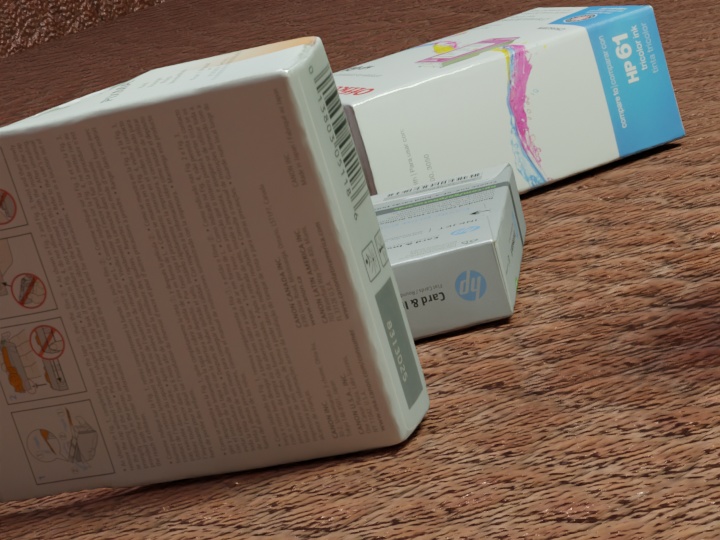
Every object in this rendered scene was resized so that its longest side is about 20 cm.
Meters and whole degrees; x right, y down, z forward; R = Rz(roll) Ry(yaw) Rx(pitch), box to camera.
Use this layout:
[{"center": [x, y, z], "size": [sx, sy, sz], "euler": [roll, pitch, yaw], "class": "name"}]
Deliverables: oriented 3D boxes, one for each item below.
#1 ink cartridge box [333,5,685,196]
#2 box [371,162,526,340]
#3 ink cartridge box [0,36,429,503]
[{"center": [0.061, -0.087, 1.608], "size": [0.200, 0.085, 0.145], "euler": [-21, 12, -21], "class": "ink cartridge box"}, {"center": [0.000, 0.000, 1.359], "size": [0.156, 0.041, 0.200], "euler": [-14, 10, 7], "class": "box"}, {"center": [-0.087, 0.005, 1.119], "size": [0.200, 0.162, 0.050], "euler": [-9, 19, 24], "class": "ink cartridge box"}]
